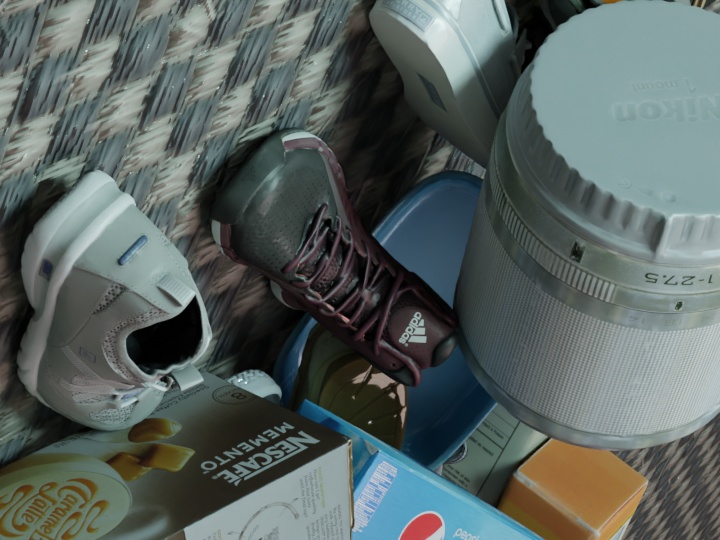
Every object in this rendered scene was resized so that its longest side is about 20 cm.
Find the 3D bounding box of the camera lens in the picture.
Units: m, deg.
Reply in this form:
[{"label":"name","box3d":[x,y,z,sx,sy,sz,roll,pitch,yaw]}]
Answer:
[{"label":"camera lens","box3d":[0.137,-0.018,1.253,0.160,0.160,0.200,-39,156,-33]}]

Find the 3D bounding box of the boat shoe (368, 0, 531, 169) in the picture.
[{"label":"boat shoe","box3d":[0.057,-0.112,1.276,0.069,0.072,0.200,-50,151,-7]}]

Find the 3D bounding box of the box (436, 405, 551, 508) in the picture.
[{"label":"box","box3d":[0.066,0.083,1.528,0.109,0.128,0.200,-20,143,-57]}]

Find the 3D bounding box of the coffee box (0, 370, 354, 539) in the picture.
[{"label":"coffee box","box3d":[-0.111,0.133,1.175,0.200,0.114,0.080,-24,124,-38]}]

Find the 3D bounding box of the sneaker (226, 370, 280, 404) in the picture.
[{"label":"sneaker","box3d":[-0.079,0.160,1.331,0.200,0.114,0.075,-56,161,9]}]

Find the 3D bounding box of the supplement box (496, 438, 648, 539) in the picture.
[{"label":"supplement box","box3d":[0.108,0.190,1.516,0.069,0.066,0.200,-37,156,-44]}]

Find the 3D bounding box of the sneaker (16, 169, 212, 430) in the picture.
[{"label":"sneaker","box3d":[-0.107,0.036,1.117,0.075,0.082,0.200,-46,164,-17]}]

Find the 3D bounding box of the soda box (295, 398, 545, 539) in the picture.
[{"label":"soda box","box3d":[0.031,0.142,1.331,0.200,0.068,0.064,34,88,-46]}]

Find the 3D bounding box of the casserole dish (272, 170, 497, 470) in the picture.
[{"label":"casserole dish","box3d":[0.036,0.028,1.396,0.200,0.121,0.039,-51,-167,14]}]

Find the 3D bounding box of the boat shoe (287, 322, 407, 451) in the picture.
[{"label":"boat shoe","box3d":[-0.021,0.125,1.382,0.073,0.063,0.201,-4,118,-22]}]

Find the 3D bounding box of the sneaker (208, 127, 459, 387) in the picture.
[{"label":"sneaker","box3d":[0.000,0.000,1.253,0.076,0.115,0.200,-51,161,-3]}]

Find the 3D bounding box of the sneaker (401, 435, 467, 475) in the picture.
[{"label":"sneaker","box3d":[-0.023,0.153,1.460,0.200,0.114,0.075,-53,166,0]}]

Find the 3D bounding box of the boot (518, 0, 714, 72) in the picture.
[{"label":"boot","box3d":[0.141,-0.172,1.351,0.138,0.077,0.200,-37,151,-13]}]

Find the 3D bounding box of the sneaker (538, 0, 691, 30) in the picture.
[{"label":"sneaker","box3d":[0.128,-0.147,1.275,0.074,0.079,0.200,-32,146,10]}]
